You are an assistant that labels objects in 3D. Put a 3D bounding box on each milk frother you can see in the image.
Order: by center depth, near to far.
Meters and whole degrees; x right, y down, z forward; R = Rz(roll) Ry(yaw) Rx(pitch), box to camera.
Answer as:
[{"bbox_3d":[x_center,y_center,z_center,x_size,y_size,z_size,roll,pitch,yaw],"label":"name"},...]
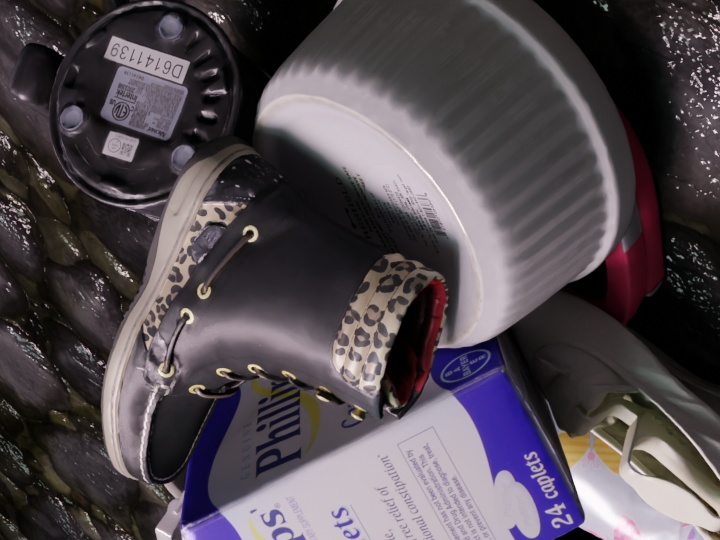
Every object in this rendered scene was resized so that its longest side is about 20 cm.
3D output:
[{"bbox_3d":[-0.085,-0.125,1.040,0.180,0.201,0.188,38,-177,21],"label":"milk frother"}]

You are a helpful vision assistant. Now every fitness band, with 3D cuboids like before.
[{"bbox_3d":[0.102,-0.045,0.994,0.143,0.037,0.201,26,147,35],"label":"fitness band"}]

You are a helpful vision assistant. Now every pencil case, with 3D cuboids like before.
[{"bbox_3d":[0.146,0.124,1.120,0.199,0.083,0.091,33,160,19],"label":"pencil case"}]

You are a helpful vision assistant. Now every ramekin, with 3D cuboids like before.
[{"bbox_3d":[0.034,-0.054,0.922,0.200,0.105,0.201,34,147,25],"label":"ramekin"}]

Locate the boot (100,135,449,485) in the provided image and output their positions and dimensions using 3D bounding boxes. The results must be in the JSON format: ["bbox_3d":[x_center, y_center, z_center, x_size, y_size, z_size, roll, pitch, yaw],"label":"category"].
[{"bbox_3d":[-0.048,0.051,0.915,0.153,0.073,0.205,29,114,25],"label":"boot"}]

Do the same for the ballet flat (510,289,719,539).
[{"bbox_3d":[0.152,0.084,0.987,0.200,0.069,0.070,40,153,11],"label":"ballet flat"}]

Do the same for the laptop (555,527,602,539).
[{"bbox_3d":[0.115,0.218,1.267,0.177,0.103,0.201,35,142,17],"label":"laptop"}]

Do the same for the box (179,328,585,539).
[{"bbox_3d":[0.008,0.106,1.004,0.105,0.199,0.184,60,-173,-17],"label":"box"}]

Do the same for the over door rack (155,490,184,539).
[{"bbox_3d":[-0.034,0.121,1.156,0.147,0.201,0.067,25,176,15],"label":"over door rack"}]

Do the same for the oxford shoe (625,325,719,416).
[{"bbox_3d":[0.191,0.096,1.046,0.199,0.058,0.075,32,147,16],"label":"oxford shoe"}]

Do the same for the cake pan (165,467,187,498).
[{"bbox_3d":[-0.058,0.088,1.238,0.199,0.201,0.037,30,172,24],"label":"cake pan"}]
